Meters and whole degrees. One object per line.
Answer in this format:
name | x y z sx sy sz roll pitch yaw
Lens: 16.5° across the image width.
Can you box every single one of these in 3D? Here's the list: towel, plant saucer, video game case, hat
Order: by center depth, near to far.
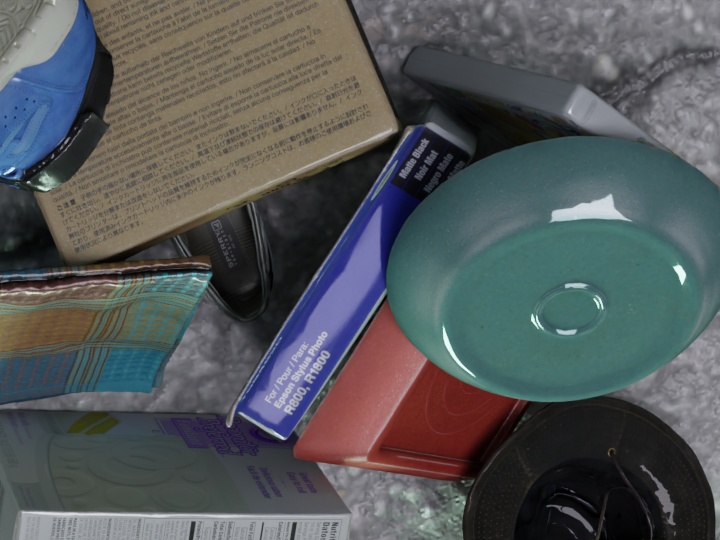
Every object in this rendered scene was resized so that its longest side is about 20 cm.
plant saucer | 0.114 0.011 1.372 0.198 0.036 0.201 -3 136 -3
towel | -0.168 0.038 1.404 0.146 0.200 0.022 -6 72 -16
video game case | 0.137 -0.065 1.446 0.182 0.200 0.023 33 85 -27
plant saucer | 0.069 0.047 1.502 0.201 0.037 0.199 -57 151 10
hat | 0.130 0.169 1.600 0.199 0.081 0.202 -1 93 -33

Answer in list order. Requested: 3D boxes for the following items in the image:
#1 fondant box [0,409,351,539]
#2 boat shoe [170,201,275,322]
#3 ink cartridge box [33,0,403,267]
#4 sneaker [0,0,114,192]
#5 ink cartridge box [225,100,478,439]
fondant box | -0.122 0.136 1.470 0.199 0.144 0.059 4 109 -21
boat shoe | -0.094 -0.062 1.436 0.072 0.071 0.201 -29 112 -4
ink cartridge box | -0.097 -0.110 1.362 0.199 0.075 0.166 -23 89 5
sneaker | -0.201 -0.057 1.269 0.200 0.076 0.111 -54 148 -15
ink cartridge box | 0.000 0.000 1.430 0.040 0.200 0.200 33 100 1
